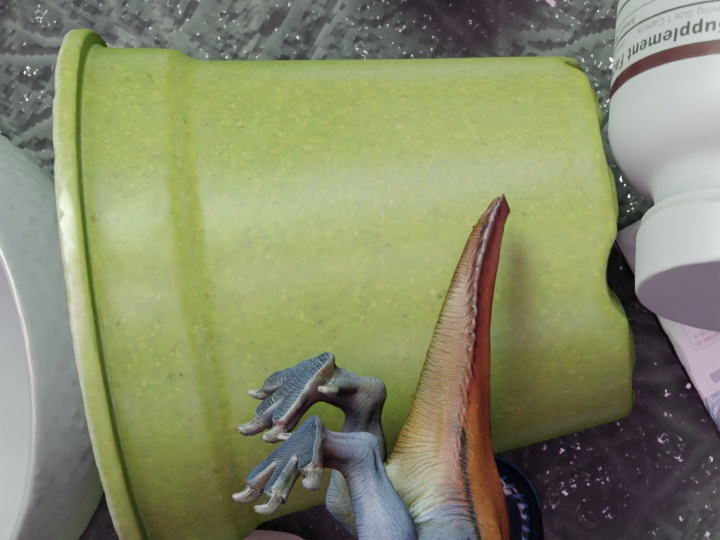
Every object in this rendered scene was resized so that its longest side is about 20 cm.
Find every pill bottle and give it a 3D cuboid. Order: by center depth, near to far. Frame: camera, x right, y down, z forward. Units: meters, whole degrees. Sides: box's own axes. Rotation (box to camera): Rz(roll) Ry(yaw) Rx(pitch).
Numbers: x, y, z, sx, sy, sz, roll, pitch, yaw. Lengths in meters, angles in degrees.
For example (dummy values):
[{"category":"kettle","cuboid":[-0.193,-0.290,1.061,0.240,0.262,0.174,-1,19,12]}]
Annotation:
[{"category":"pill bottle","cuboid":[0.144,-0.085,0.753,0.112,0.113,0.202,2,72,14]}]

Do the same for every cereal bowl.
[{"category":"cereal bowl","cuboid":[-0.160,0.034,0.853,0.199,0.083,0.202,5,98,42]}]

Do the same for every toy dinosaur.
[{"category":"toy dinosaur","cuboid":[0.032,0.115,0.686,0.200,0.105,0.182,-41,109,1]}]

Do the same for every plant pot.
[{"category":"plant pot","cuboid":[0.000,0.000,0.790,0.183,0.200,0.202,-9,88,2]}]

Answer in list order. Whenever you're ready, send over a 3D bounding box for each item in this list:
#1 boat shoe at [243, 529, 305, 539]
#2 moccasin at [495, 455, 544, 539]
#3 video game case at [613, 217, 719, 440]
[{"category":"boat shoe","cuboid":[-0.093,0.167,0.865,0.199,0.060,0.072,-28,44,9]},{"category":"moccasin","cuboid":[0.019,0.168,0.832,0.080,0.068,0.201,19,94,13]},{"category":"video game case","cuboid":[0.220,0.018,0.799,0.199,0.036,0.182,-30,83,12]}]
